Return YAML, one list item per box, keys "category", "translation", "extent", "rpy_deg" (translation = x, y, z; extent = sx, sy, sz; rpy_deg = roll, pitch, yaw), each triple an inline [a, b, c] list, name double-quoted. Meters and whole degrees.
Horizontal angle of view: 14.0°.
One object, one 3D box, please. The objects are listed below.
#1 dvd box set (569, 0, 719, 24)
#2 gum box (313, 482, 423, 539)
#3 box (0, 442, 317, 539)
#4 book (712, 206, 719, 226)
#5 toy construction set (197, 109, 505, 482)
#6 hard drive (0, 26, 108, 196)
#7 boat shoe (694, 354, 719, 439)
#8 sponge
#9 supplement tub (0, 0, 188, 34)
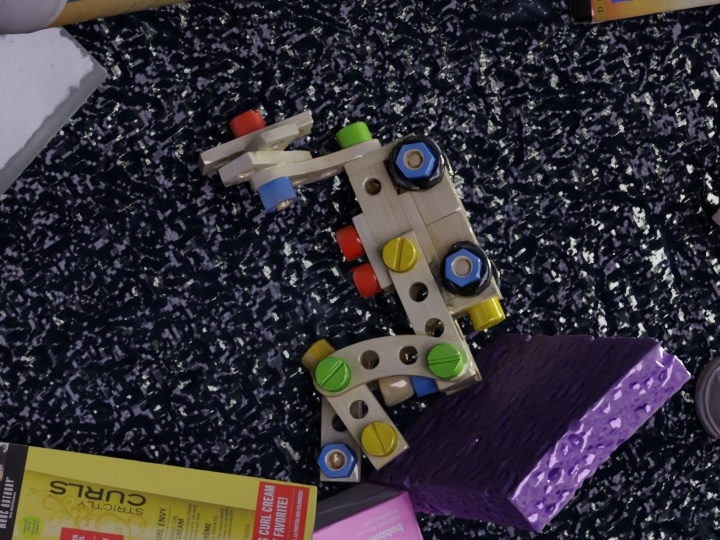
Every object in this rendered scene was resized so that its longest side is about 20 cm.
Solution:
- category: "dvd box set"
  translation: [0.201, -0.221, 1.623]
  extent: [0.199, 0.029, 0.147]
  rpy_deg: [-11, 96, -22]
- category: "gum box"
  translation: [-0.054, 0.201, 1.518]
  extent: [0.199, 0.066, 0.114]
  rpy_deg: [-22, 98, -19]
- category: "box"
  translation: [-0.124, 0.135, 1.451]
  extent: [0.199, 0.050, 0.076]
  rpy_deg: [9, 55, -2]
- category: "book"
  translation: [0.303, -0.062, 1.625]
  extent: [0.133, 0.048, 0.200]
  rpy_deg: [39, 66, 6]
- category: "toy construction set"
  translation: [0.000, 0.000, 1.528]
  extent: [0.131, 0.092, 0.201]
  rpy_deg: [-25, 94, 6]
- category: "hard drive"
  translation: [-0.241, -0.072, 1.454]
  extent: [0.140, 0.033, 0.200]
  rpy_deg: [44, 77, -17]
- category: "boat shoe"
  translation: [0.282, 0.040, 1.644]
  extent: [0.199, 0.068, 0.072]
  rpy_deg: [-19, 98, -20]
- category: "sponge"
  translation: [0.081, 0.080, 1.497]
  extent: [0.112, 0.200, 0.030]
  rpy_deg: [-45, 104, -15]
- category: "supplement tub"
  translation: [-0.131, -0.193, 1.409]
  extent: [0.199, 0.144, 0.146]
  rpy_deg: [-15, 97, -31]
